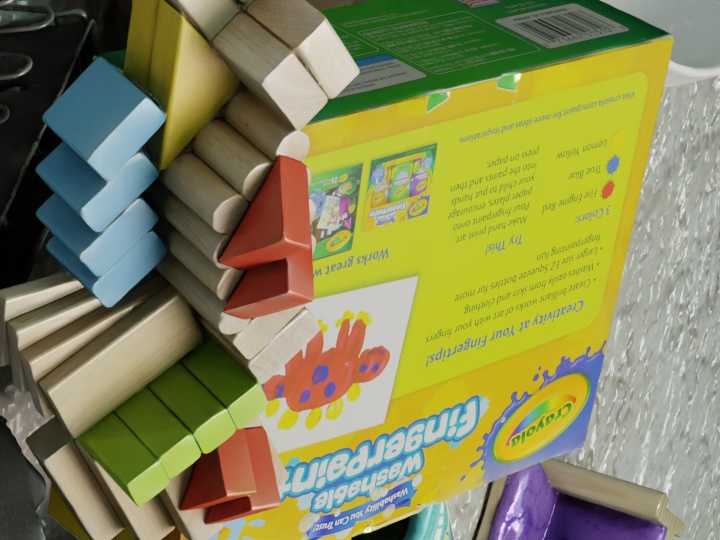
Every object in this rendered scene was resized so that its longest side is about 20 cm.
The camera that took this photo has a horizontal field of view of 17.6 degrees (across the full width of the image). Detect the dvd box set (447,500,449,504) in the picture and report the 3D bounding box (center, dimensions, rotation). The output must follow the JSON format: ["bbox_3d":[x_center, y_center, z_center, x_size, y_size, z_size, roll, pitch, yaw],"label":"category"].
[{"bbox_3d":[-0.004,0.155,1.063,0.146,0.029,0.201,-35,133,-53],"label":"dvd box set"}]

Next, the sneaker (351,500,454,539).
[{"bbox_3d":[-0.038,0.130,0.809,0.200,0.077,0.080,-39,142,-39],"label":"sneaker"}]

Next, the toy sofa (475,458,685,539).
[{"bbox_3d":[0.096,0.202,1.226,0.098,0.083,0.201,41,68,-63],"label":"toy sofa"}]

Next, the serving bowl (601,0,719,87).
[{"bbox_3d":[0.088,-0.164,0.976,0.200,0.066,0.201,31,47,-41],"label":"serving bowl"}]

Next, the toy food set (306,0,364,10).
[{"bbox_3d":[0.001,-0.201,0.768,0.144,0.060,0.200,-54,148,-34],"label":"toy food set"}]

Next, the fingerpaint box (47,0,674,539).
[{"bbox_3d":[0.000,0.000,0.773,0.200,0.073,0.167,-18,127,-41],"label":"fingerpaint box"}]

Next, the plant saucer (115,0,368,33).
[{"bbox_3d":[-0.038,-0.149,0.828,0.200,0.037,0.201,-40,137,-50],"label":"plant saucer"}]

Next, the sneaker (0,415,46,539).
[{"bbox_3d":[-0.135,0.133,0.638,0.111,0.077,0.201,3,95,-54],"label":"sneaker"}]

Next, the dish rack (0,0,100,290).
[{"bbox_3d":[-0.125,-0.090,0.622,0.154,0.054,0.200,-78,165,-53],"label":"dish rack"}]

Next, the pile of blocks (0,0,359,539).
[{"bbox_3d":[-0.046,0.005,0.610,0.082,0.062,0.200,-19,132,-32],"label":"pile of blocks"}]
